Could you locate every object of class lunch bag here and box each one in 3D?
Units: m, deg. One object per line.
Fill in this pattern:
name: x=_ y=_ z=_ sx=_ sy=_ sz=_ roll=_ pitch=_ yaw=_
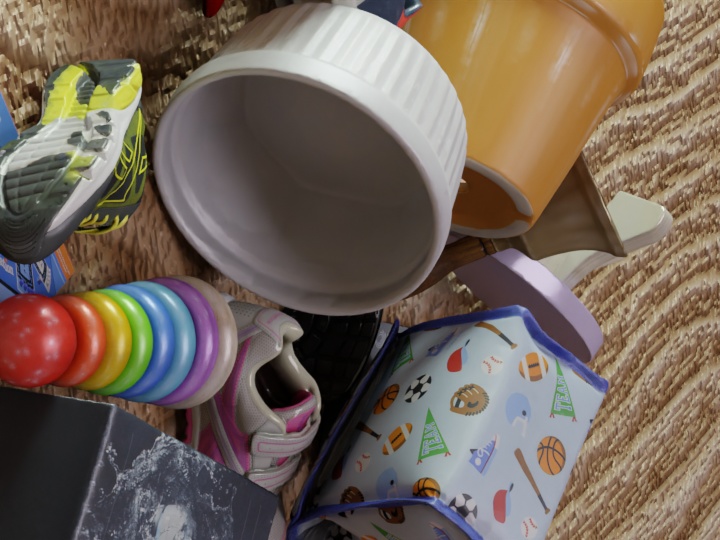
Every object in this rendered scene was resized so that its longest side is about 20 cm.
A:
lunch bag: x=0.044 y=0.124 z=1.552 sx=0.124 sy=0.200 sz=0.170 roll=43 pitch=60 yaw=-25

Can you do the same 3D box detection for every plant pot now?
plant pot: x=0.093 y=-0.132 z=1.574 sx=0.200 sy=0.200 sz=0.184 roll=51 pitch=53 yaw=-50

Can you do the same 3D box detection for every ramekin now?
ramekin: x=-0.025 y=-0.079 z=1.450 sx=0.105 sy=0.199 sz=0.201 roll=-63 pitch=144 yaw=-44

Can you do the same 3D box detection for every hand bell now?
hand bell: x=0.088 y=-0.018 z=1.669 sx=0.104 sy=0.199 sz=0.104 roll=-24 pitch=90 yaw=-84

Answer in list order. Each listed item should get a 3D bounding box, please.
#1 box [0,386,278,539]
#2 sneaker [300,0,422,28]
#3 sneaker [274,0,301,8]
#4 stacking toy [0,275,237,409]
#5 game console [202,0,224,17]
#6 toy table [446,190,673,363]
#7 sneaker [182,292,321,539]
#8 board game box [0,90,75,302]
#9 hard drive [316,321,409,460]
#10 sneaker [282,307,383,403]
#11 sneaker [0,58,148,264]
box: x=-0.166 y=0.194 z=1.335 sx=0.200 sy=0.117 sz=0.197 roll=37 pitch=64 yaw=-54
sneaker: x=-0.002 y=-0.223 z=1.448 sx=0.084 sy=0.075 sz=0.200 roll=-31 pitch=149 yaw=-13
sneaker: x=-0.024 y=-0.221 z=1.541 sx=0.088 sy=0.075 sz=0.201 roll=7 pitch=94 yaw=-25
stacking toy: x=-0.156 y=0.040 z=1.341 sx=0.200 sy=0.085 sz=0.086 roll=8 pitch=88 yaw=-63
game console: x=-0.097 y=-0.301 z=1.457 sx=0.172 sy=0.119 sz=0.200 roll=37 pitch=58 yaw=-20
toy table: x=0.151 y=-0.024 z=1.797 sx=0.117 sy=0.184 sz=0.200 roll=-57 pitch=149 yaw=-10
sneaker: x=-0.072 y=0.110 z=1.505 sx=0.081 sy=0.088 sz=0.201 roll=-40 pitch=128 yaw=-50
board game box: x=-0.228 y=-0.047 z=1.278 sx=0.103 sy=0.019 sz=0.200 roll=-53 pitch=138 yaw=-40
hard drive: x=0.013 y=0.140 z=1.709 sx=0.139 sy=0.033 sz=0.201 roll=14 pitch=83 yaw=-59
sneaker: x=0.000 y=0.000 z=1.626 sx=0.088 sy=0.075 sz=0.201 roll=20 pitch=78 yaw=-64
sneaker: x=-0.159 y=-0.051 z=1.299 sx=0.200 sy=0.074 sz=0.085 roll=-69 pitch=149 yaw=-56
